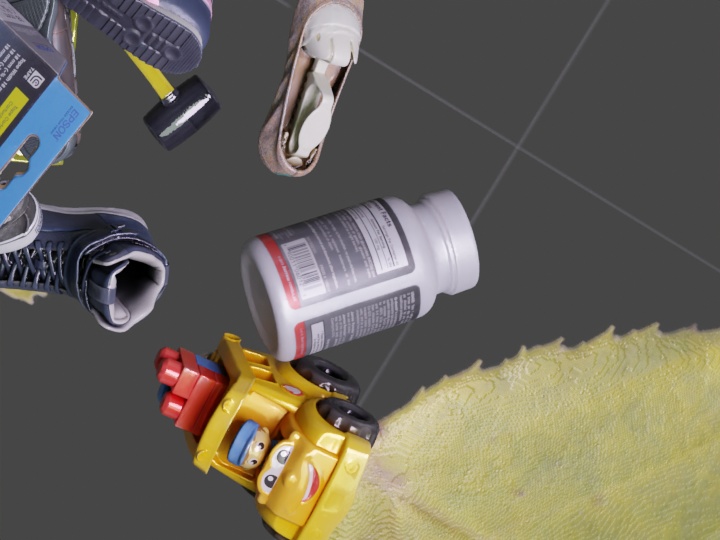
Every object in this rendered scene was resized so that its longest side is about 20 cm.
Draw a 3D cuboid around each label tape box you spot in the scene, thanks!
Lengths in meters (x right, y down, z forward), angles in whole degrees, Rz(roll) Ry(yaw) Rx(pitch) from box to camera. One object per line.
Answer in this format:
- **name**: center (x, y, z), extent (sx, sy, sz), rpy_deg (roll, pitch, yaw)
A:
- **label tape box**: center (-0.309, -0.135, 1.536), extent (0.200, 0.063, 0.144), rpy_deg (44, 101, 12)

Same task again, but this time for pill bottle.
- **pill bottle**: center (0.000, 0.000, 1.762), extent (0.198, 0.116, 0.117), rpy_deg (-17, 116, -15)

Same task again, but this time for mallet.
- **mallet**: center (-0.182, -0.192, 1.639), extent (0.066, 0.041, 0.201), rpy_deg (-33, 128, -8)

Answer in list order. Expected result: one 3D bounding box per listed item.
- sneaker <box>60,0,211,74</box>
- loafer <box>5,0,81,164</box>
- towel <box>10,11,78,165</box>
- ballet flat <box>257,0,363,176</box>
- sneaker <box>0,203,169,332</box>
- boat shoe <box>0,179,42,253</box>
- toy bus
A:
- **sneaker**: center (-0.201, -0.245, 1.561), extent (0.070, 0.082, 0.200), rpy_deg (-30, 119, 36)
- **loafer**: center (-0.268, -0.188, 1.597), extent (0.071, 0.063, 0.202), rpy_deg (-6, 98, 13)
- **towel**: center (-0.279, -0.187, 1.628), extent (0.085, 0.018, 0.202), rpy_deg (1, 110, -24)
- **ballet flat**: center (-0.033, -0.174, 1.707), extent (0.067, 0.067, 0.202), rpy_deg (9, 106, -26)
- **sneaker**: center (-0.260, -0.003, 1.638), extent (0.200, 0.146, 0.078), rpy_deg (-5, 114, -19)
- **boat shoe**: center (-0.363, -0.035, 1.597), extent (0.198, 0.071, 0.064), rpy_deg (-17, 160, 3)
- **toy bus**: center (-0.098, 0.139, 1.737), extent (0.191, 0.200, 0.137), rpy_deg (26, 102, -21)
